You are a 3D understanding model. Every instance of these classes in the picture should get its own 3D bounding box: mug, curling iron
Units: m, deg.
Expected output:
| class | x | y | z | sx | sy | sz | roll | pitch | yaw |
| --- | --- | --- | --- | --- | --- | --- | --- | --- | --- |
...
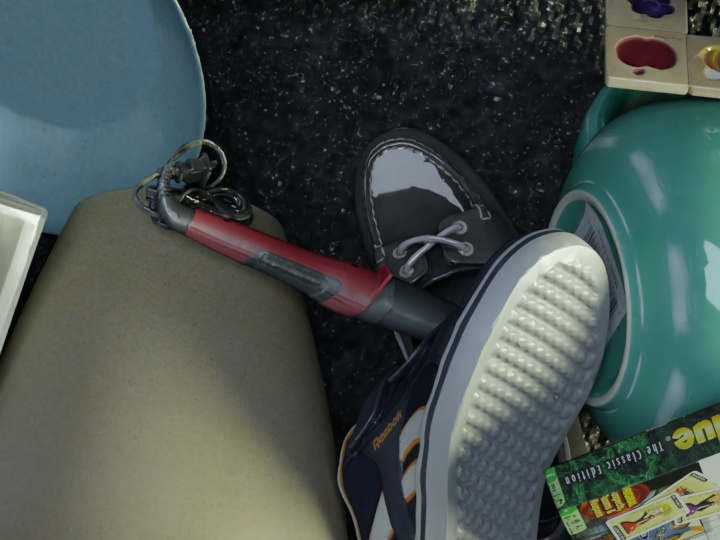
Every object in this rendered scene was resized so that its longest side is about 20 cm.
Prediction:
| class | x | y | z | sx | sy | sz | roll | pitch | yaw |
| --- | --- | --- | --- | --- | --- | --- | --- | --- | --- |
| mug | 0.136 | 0.002 | 1.038 | 0.114 | 0.185 | 0.153 | -6 | 104 | -19 |
| curling iron | 0.000 | 0.000 | 1.046 | 0.199 | 0.026 | 0.050 | 25 | 46 | -13 |

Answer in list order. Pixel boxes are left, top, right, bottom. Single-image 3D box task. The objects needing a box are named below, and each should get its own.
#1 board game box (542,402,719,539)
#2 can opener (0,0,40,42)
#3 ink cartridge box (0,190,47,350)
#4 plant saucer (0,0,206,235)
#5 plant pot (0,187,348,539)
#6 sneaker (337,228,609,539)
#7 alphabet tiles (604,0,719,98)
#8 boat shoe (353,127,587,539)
| class | x | y | z | sx | sy | sz | roll | pitch | yaw |
| --- | --- | --- | --- | --- | --- | --- | --- | --- | --- |
| board game box | 0.143 | 0.109 | 1.018 | 0.104 | 0.200 | 0.024 | -24 | 58 | 5 |
| can opener | -0.070 | -0.144 | 1.127 | 0.198 | 0.079 | 0.064 | -4 | 48 | 3 |
| ink cartridge box | -0.213 | 0.050 | 1.077 | 0.043 | 0.173 | 0.201 | 19 | 89 | -34 |
| plant saucer | -0.147 | -0.107 | 1.096 | 0.200 | 0.039 | 0.202 | 16 | 132 | 18 |
| plant pot | -0.085 | 0.074 | 1.064 | 0.186 | 0.187 | 0.201 | 3 | 73 | 7 |
| sneaker | 0.037 | 0.060 | 1.013 | 0.079 | 0.078 | 0.201 | 42 | 130 | 39 |
| alphabet tiles | 0.200 | -0.119 | 1.052 | 0.198 | 0.008 | 0.168 | 7 | 43 | 0 |
| boat shoe | 0.051 | 0.029 | 1.097 | 0.066 | 0.057 | 0.201 | -23 | 85 | 5 |
